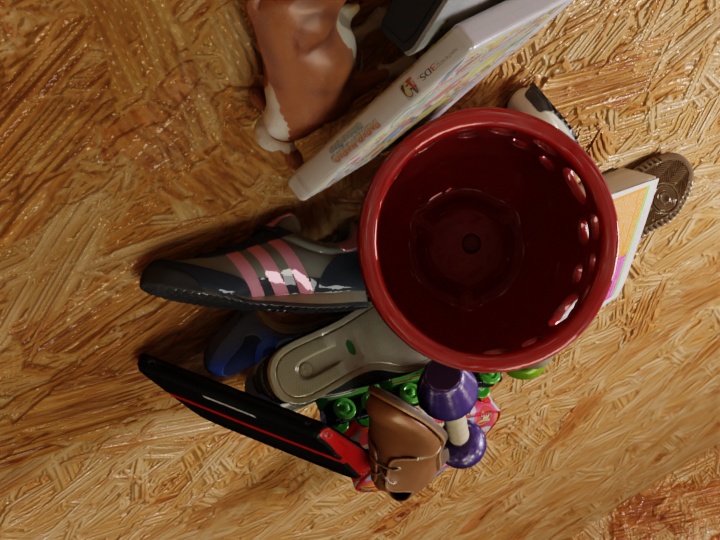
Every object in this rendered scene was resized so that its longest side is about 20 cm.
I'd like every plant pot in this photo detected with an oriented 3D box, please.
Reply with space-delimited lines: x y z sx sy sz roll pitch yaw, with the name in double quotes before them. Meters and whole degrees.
"plant pot" 0.092 -0.022 1.086 0.200 0.201 0.182 -30 -178 -4

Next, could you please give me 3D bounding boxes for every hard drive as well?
"hard drive" 0.104 -0.225 0.875 0.200 0.033 0.140 -36 165 -49

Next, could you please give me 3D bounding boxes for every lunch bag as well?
"lunch bag" 0.081 0.196 1.676 0.199 0.082 0.176 1 139 -51

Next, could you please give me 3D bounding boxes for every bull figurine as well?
"bull figurine" -0.025 -0.149 0.908 0.121 0.065 0.200 -32 159 -10

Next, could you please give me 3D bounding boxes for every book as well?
"book" 0.219 -0.018 1.274 0.200 0.048 0.134 -21 125 -60

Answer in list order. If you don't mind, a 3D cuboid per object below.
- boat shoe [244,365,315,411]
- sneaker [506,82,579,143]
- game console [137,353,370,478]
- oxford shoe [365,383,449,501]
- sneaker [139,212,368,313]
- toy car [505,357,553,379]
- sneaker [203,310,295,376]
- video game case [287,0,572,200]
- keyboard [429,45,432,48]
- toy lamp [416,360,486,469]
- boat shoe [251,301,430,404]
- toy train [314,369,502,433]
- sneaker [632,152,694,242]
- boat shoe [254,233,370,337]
"boat shoe" -0.023 0.082 1.356 0.199 0.071 0.064 -29 157 12
"sneaker" 0.139 -0.088 1.212 0.093 0.070 0.200 -35 160 -9
"game console" -0.092 0.133 1.239 0.031 0.199 0.177 -66 158 -15
"oxford shoe" 0.035 0.163 1.210 0.071 0.071 0.200 -54 154 -16
"sneaker" -0.087 -0.009 1.117 0.199 0.083 0.070 4 172 -27
"toy car" 0.164 -0.014 1.364 0.201 0.157 0.164 -58 163 -11
"sneaker" -0.050 0.058 1.251 0.199 0.083 0.074 -24 157 -16
"video game case" 0.057 -0.134 0.962 0.182 0.023 0.200 -39 178 37
"keyboard" 0.085 -0.209 0.989 0.056 0.011 0.200 -23 155 -20
"toy lamp" 0.085 0.132 1.243 0.058 0.058 0.200 -29 152 -6
"boat shoe" -0.003 0.071 1.204 0.199 0.072 0.068 -17 174 -26
"toy train" 0.046 0.109 1.295 0.199 0.057 0.042 -11 150 -25
"sneaker" 0.281 -0.044 1.476 0.200 0.071 0.112 -48 180 -9
"boat shoe" 0.000 0.000 1.214 0.199 0.076 0.072 -22 153 -25
